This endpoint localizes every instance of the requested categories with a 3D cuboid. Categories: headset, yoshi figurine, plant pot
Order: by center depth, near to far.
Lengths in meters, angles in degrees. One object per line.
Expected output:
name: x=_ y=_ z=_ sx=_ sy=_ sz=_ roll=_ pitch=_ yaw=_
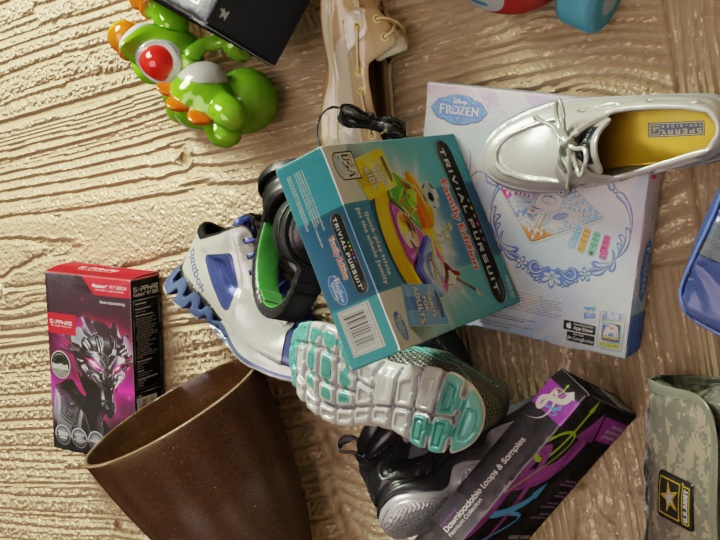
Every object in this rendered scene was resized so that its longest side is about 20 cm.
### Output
headset: x=-0.034 y=-0.048 z=0.970 sx=0.201 sy=0.094 sz=0.124 roll=-68 pitch=28 yaw=26
yoshi figurine: x=-0.149 y=-0.187 z=1.075 sx=0.112 sy=0.113 sz=0.200 roll=-34 pitch=60 yaw=-9
plant pot: x=-0.131 y=0.216 z=1.081 sx=0.186 sy=0.187 sz=0.201 roll=-23 pitch=101 yaw=32

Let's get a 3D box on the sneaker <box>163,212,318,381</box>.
sneaker: x=-0.096 y=0.012 z=1.068 sx=0.199 sy=0.080 sz=0.116 roll=33 pitch=115 yaw=24

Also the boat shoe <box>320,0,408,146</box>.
boat shoe: x=0.008 y=-0.192 z=0.982 sx=0.069 sy=0.074 sz=0.201 roll=7 pitch=107 yaw=22

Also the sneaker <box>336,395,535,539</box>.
sneaker: x=0.078 y=0.126 z=0.940 sx=0.114 sy=0.200 sz=0.076 roll=52 pitch=160 yaw=27

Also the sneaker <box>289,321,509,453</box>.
sneaker: x=0.030 y=0.089 z=0.894 sx=0.200 sy=0.091 sz=0.078 roll=20 pitch=105 yaw=37

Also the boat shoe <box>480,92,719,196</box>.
boat shoe: x=0.171 y=-0.091 z=0.836 sx=0.201 sy=0.086 sz=0.075 roll=-1 pitch=97 yaw=30

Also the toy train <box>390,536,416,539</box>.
toy train: x=0.091 y=0.326 z=1.028 sx=0.200 sy=0.056 sz=0.150 roll=44 pitch=116 yaw=14

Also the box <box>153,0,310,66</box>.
box: x=-0.123 y=-0.314 z=0.973 sx=0.198 sy=0.123 sz=0.200 roll=33 pitch=97 yaw=27

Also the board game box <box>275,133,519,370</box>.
board game box: x=0.036 y=-0.023 z=0.862 sx=0.047 sy=0.200 sz=0.152 roll=-23 pitch=86 yaw=33

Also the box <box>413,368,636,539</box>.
box: x=0.125 y=0.172 z=0.893 sx=0.200 sy=0.143 sz=0.036 roll=-50 pitch=61 yaw=9

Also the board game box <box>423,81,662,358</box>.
board game box: x=0.142 y=-0.047 z=0.937 sx=0.199 sy=0.043 sz=0.200 roll=12 pitch=105 yaw=29

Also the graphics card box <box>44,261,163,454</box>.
graphics card box: x=-0.271 y=0.097 z=1.205 sx=0.125 sy=0.051 sz=0.201 roll=6 pitch=102 yaw=30

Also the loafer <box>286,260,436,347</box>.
loafer: x=0.000 y=0.000 z=0.986 sx=0.200 sy=0.072 sz=0.063 roll=35 pitch=115 yaw=48

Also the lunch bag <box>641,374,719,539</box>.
lunch bag: x=0.299 y=0.167 z=0.839 sx=0.199 sy=0.117 sz=0.165 roll=2 pitch=97 yaw=36

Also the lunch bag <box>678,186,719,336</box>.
lunch bag: x=0.330 y=0.009 z=0.782 sx=0.200 sy=0.132 sz=0.136 roll=26 pitch=111 yaw=25

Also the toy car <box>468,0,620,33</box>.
toy car: x=0.097 y=-0.279 z=0.832 sx=0.184 sy=0.200 sz=0.177 roll=29 pitch=112 yaw=24

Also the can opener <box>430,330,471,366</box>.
can opener: x=0.088 y=0.134 z=0.995 sx=0.067 sy=0.053 sz=0.200 roll=-34 pitch=81 yaw=31
